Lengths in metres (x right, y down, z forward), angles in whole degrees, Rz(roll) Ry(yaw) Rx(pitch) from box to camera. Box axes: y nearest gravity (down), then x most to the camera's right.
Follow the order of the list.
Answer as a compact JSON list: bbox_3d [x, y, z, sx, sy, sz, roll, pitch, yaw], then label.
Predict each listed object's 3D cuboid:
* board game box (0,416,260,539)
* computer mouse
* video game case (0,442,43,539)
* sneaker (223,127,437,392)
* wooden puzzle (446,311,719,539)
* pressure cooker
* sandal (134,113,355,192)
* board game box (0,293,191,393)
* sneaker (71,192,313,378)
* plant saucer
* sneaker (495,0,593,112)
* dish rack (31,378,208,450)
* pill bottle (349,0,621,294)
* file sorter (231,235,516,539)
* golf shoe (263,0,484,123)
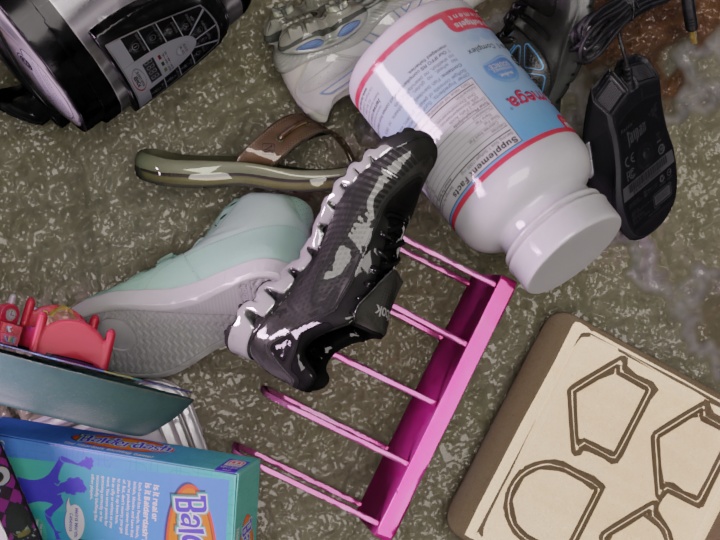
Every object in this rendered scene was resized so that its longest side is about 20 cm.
[{"bbox_3d":[-0.172,0.192,1.559,0.199,0.045,0.153,8,103,18],"label":"board game box"},{"bbox_3d":[0.205,-0.132,1.655,0.140,0.046,0.200,-43,132,-31],"label":"computer mouse"},{"bbox_3d":[-0.305,0.201,1.564,0.200,0.036,0.182,-20,93,34],"label":"video game case"},{"bbox_3d":[0.000,0.000,1.500,0.090,0.066,0.200,42,97,28],"label":"sneaker"},{"bbox_3d":[0.189,0.155,1.675,0.200,0.046,0.186,28,87,-1],"label":"wooden puzzle"},{"bbox_3d":[-0.195,-0.195,1.560,0.200,0.179,0.176,-39,105,-9],"label":"pressure cooker"},{"bbox_3d":[-0.063,-0.086,1.623,0.200,0.080,0.058,2,93,-6],"label":"sandal"},{"bbox_3d":[-0.210,0.042,1.543,0.200,0.158,0.039,11,85,30],"label":"board game box"},{"bbox_3d":[-0.120,0.007,1.632,0.200,0.118,0.074,-16,123,23],"label":"sneaker"},{"bbox_3d":[-0.216,0.081,1.547,0.199,0.200,0.036,15,87,-6],"label":"plant saucer"},{"bbox_3d":[0.117,-0.153,1.636,0.082,0.073,0.201,11,98,-8],"label":"sneaker"},{"bbox_3d":[-0.178,0.194,1.633,0.171,0.044,0.201,-21,93,-6],"label":"dish rack"},{"bbox_3d":[0.089,-0.085,1.558,0.109,0.109,0.200,-36,71,-5],"label":"pill bottle"},{"bbox_3d":[0.004,0.071,1.604,0.125,0.139,0.200,26,88,-5],"label":"file sorter"},{"bbox_3d":[0.031,-0.178,1.651,0.200,0.078,0.097,-22,117,-6],"label":"golf shoe"}]
